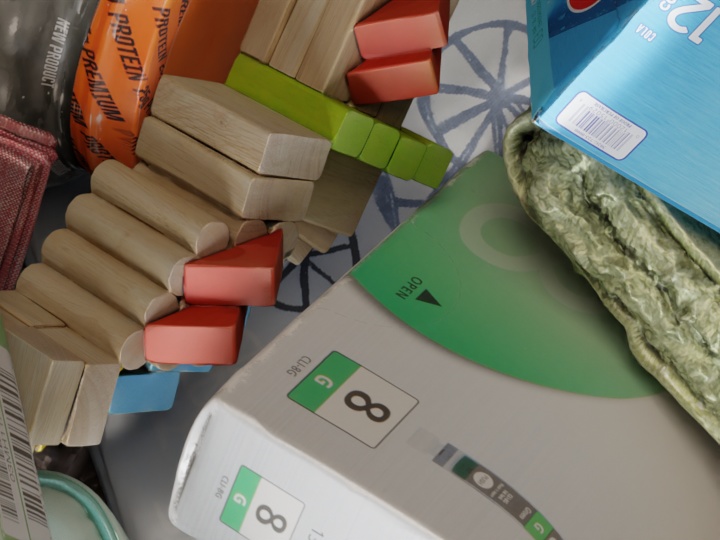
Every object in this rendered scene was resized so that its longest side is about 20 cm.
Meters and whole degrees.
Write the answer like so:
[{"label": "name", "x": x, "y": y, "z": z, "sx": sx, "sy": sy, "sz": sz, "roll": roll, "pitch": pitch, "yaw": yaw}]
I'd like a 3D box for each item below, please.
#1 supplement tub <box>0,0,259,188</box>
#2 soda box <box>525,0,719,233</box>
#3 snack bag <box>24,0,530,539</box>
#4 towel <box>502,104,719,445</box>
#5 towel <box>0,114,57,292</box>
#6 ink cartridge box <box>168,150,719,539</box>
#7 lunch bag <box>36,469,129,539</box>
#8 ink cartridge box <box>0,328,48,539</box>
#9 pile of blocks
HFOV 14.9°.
[{"label": "supplement tub", "x": -0.129, "y": -0.099, "z": 0.781, "sx": 0.200, "sy": 0.123, "sz": 0.123, "roll": 21, "pitch": 67, "yaw": 14}, {"label": "soda box", "x": 0.140, "y": -0.032, "z": 0.725, "sx": 0.200, "sy": 0.064, "sz": 0.068, "roll": 29, "pitch": 34, "yaw": -23}, {"label": "snack bag", "x": 0.000, "y": 0.000, "z": 0.814, "sx": 0.200, "sy": 0.021, "sz": 0.189, "roll": -19, "pitch": 69, "yaw": -8}, {"label": "towel", "x": 0.135, "y": 0.018, "z": 0.755, "sx": 0.200, "sy": 0.036, "sz": 0.148, "roll": 49, "pitch": 32, "yaw": 9}, {"label": "towel", "x": -0.186, "y": -0.022, "z": 0.758, "sx": 0.200, "sy": 0.144, "sz": 0.023, "roll": 29, "pitch": 33, "yaw": 9}, {"label": "ink cartridge box", "x": 0.075, "y": 0.062, "z": 0.709, "sx": 0.200, "sy": 0.050, "sz": 0.161, "roll": 29, "pitch": 35, "yaw": 14}, {"label": "lunch bag", "x": -0.099, "y": 0.160, "z": 0.706, "sx": 0.160, "sy": 0.077, "sz": 0.200, "roll": -19, "pitch": 70, "yaw": -8}, {"label": "ink cartridge box", "x": -0.184, "y": 0.036, "z": 0.670, "sx": 0.200, "sy": 0.048, "sz": 0.146, "roll": -18, "pitch": 73, "yaw": 9}, {"label": "pile of blocks", "x": -0.028, "y": -0.008, "z": 0.720, "sx": 0.062, "sy": 0.082, "sz": 0.200, "roll": 30, "pitch": 73, "yaw": 41}]
